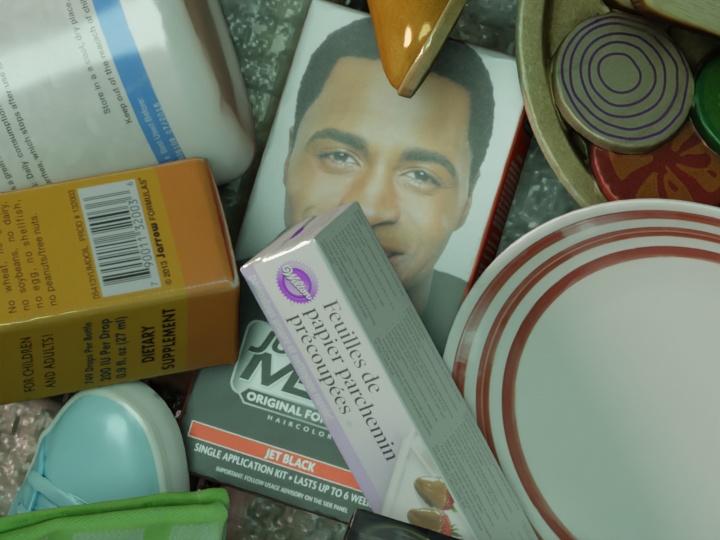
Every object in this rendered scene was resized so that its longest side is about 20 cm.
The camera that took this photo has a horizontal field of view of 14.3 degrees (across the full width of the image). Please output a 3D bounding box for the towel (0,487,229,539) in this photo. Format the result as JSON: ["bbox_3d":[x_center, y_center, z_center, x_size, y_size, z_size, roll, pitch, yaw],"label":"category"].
[{"bbox_3d":[-0.126,0.179,1.114,0.149,0.031,0.200,-7,124,-26],"label":"towel"}]

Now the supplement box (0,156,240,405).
[{"bbox_3d":[-0.149,0.014,1.110,0.199,0.067,0.069,-9,60,-9],"label":"supplement box"}]

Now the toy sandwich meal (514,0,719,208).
[{"bbox_3d":[0.157,-0.097,1.131,0.205,0.070,0.206,1,84,-15],"label":"toy sandwich meal"}]

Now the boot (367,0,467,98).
[{"bbox_3d":[-0.021,-0.160,1.128,0.144,0.201,0.071,24,130,-13],"label":"boot"}]

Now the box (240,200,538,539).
[{"bbox_3d":[0.023,0.072,1.111,0.039,0.041,0.200,-21,103,33],"label":"box"}]

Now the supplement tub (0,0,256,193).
[{"bbox_3d":[-0.154,-0.068,1.167,0.199,0.132,0.132,-19,84,5],"label":"supplement tub"}]

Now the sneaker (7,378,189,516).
[{"bbox_3d":[-0.127,0.139,1.146,0.074,0.082,0.200,23,108,15],"label":"sneaker"}]

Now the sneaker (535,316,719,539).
[{"bbox_3d":[0.124,0.076,1.158,0.200,0.071,0.083,44,126,0],"label":"sneaker"}]

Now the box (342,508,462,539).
[{"bbox_3d":[0.045,0.203,1.105,0.161,0.049,0.200,19,118,3],"label":"box"}]

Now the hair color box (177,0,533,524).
[{"bbox_3d":[0.000,0.000,1.177,0.101,0.061,0.201,16,88,9],"label":"hair color box"}]

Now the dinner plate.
[{"bbox_3d":[0.125,0.063,1.094,0.200,0.024,0.201,11,119,21],"label":"dinner plate"}]
